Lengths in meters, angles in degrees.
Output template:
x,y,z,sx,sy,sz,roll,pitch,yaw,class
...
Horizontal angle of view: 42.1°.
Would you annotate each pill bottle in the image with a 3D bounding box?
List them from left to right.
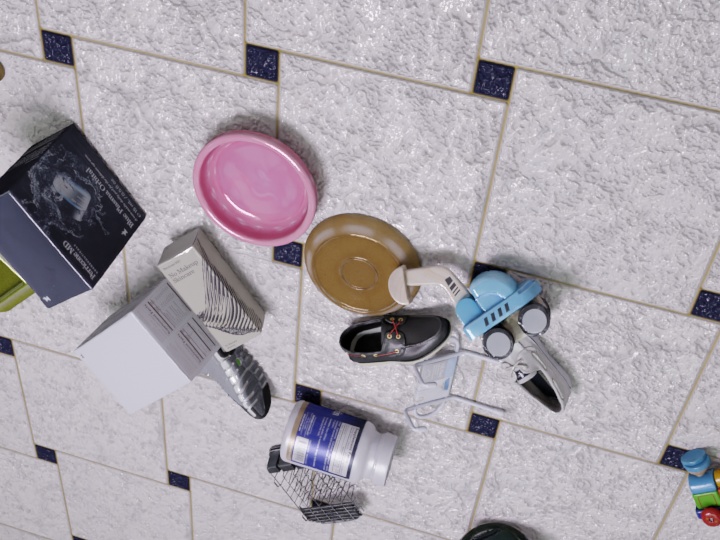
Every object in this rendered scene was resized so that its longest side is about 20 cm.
x,y,z,sx,sy,sz,roll,pitch,yaw,class
-0.038,0.319,1.706,0.198,0.116,0.117,17,132,7,pill bottle

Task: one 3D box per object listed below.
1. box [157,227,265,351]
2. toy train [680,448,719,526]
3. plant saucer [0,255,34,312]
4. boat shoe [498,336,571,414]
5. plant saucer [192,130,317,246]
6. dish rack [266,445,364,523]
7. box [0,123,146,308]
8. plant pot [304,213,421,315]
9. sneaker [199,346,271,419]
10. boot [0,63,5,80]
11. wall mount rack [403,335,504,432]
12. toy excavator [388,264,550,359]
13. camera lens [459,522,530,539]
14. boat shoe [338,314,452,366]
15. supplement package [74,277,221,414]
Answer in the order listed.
x,y,z,sx,sy,sz,roll,pitch,yaw,class
-0.248,0.034,1.573,0.082,0.069,0.201,-28,116,17,box
0.625,0.331,1.503,0.199,0.085,0.117,-20,106,32,toy train
-0.688,-0.012,1.722,0.199,0.048,0.200,-27,115,35,plant saucer
0.261,0.152,1.491,0.072,0.066,0.200,-30,112,34,boat shoe
-0.157,-0.131,1.427,0.198,0.051,0.202,10,130,12,plant saucer
-0.085,0.426,1.854,0.152,0.055,0.201,-14,123,31,dish rack
-0.475,-0.087,1.480,0.117,0.201,0.197,-18,120,31,box
0.000,0.000,1.492,0.198,0.028,0.202,10,131,12,plant pot
-0.251,0.192,1.719,0.115,0.075,0.201,-16,111,36,sneaker
-0.651,-0.246,1.415,0.174,0.201,0.066,-21,118,33,boot
0.163,0.197,1.567,0.172,0.075,0.201,-11,135,-20,wall mount rack
0.167,0.041,1.415,0.194,0.100,0.201,-35,88,14,toy excavator
0.260,0.599,1.793,0.158,0.161,0.202,6,129,16,camera lens
0.055,0.110,1.523,0.200,0.074,0.063,-14,144,33,boat shoe
-0.368,0.134,1.625,0.199,0.111,0.156,-28,106,40,supplement package
